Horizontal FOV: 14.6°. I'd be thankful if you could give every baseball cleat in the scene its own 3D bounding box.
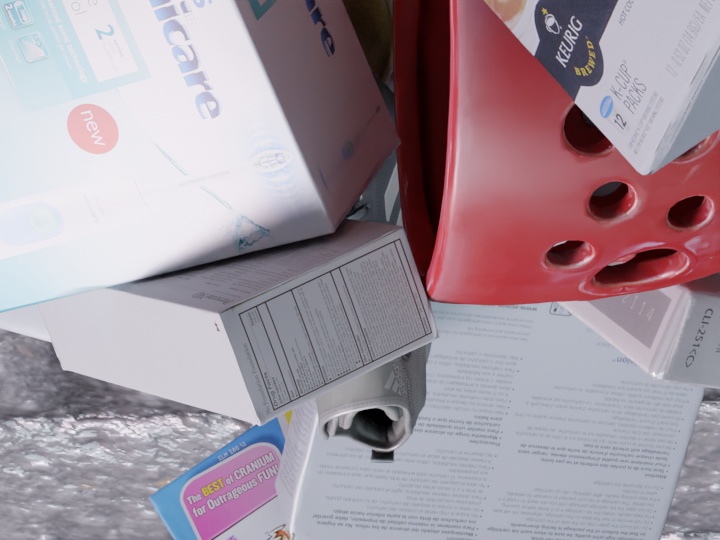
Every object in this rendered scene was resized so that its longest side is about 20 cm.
[{"bbox_3d":[0.000,0.000,1.200,0.070,0.107,0.200,-11,133,9],"label":"baseball cleat"}]

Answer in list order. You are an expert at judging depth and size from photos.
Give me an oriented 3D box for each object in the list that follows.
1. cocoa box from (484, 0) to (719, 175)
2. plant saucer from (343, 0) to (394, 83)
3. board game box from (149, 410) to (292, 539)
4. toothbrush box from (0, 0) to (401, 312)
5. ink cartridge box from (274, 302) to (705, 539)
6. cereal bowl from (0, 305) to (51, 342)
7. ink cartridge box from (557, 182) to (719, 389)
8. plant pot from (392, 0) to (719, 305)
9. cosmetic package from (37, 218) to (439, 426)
[{"bbox_3d":[0.136,-0.153,0.911,0.200,0.131,0.133,-33,162,-26],"label":"cocoa box"},{"bbox_3d":[-0.081,-0.117,1.185,0.200,0.035,0.200,3,149,2],"label":"plant saucer"},{"bbox_3d":[0.006,0.103,1.430,0.200,0.040,0.153,-34,148,-4],"label":"board game box"},{"bbox_3d":[-0.107,-0.074,1.088,0.200,0.085,0.147,-12,112,26],"label":"toothbrush box"},{"bbox_3d":[0.064,0.077,1.354,0.199,0.041,0.200,7,109,-20],"label":"ink cartridge box"},{"bbox_3d":[-0.130,-0.012,1.293,0.200,0.083,0.200,12,173,2],"label":"cereal bowl"},{"bbox_3d":[0.139,-0.004,1.216,0.176,0.200,0.045,10,109,-37],"label":"ink cartridge box"},{"bbox_3d":[0.108,-0.089,1.059,0.182,0.201,0.200,-2,150,-7],"label":"plant pot"},{"bbox_3d":[-0.055,0.014,1.105,0.082,0.051,0.200,-23,-166,-23],"label":"cosmetic package"}]
